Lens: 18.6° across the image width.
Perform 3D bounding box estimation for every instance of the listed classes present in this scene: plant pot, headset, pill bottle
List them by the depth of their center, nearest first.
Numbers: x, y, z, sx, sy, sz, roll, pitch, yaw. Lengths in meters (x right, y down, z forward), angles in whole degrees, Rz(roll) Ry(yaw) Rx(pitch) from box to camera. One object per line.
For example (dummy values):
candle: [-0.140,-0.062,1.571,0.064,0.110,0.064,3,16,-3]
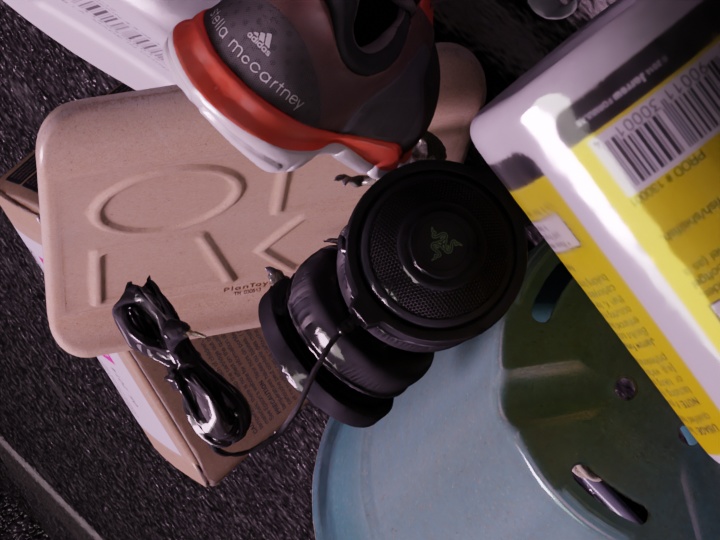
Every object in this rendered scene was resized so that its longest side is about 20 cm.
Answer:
pill bottle: [0.139,-0.004,0.752,0.200,0.114,0.114,53,163,-4]
headset: [0.000,0.000,0.808,0.094,0.200,0.123,49,138,3]
plant pot: [0.098,0.076,0.915,0.200,0.200,0.196,49,155,7]

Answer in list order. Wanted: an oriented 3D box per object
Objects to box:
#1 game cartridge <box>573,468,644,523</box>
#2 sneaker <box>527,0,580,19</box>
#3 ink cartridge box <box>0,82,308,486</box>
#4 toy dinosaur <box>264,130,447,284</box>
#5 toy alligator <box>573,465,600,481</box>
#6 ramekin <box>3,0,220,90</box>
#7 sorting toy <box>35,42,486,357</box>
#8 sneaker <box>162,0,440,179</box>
game cartridge: [0.101,0.112,1.162,0.200,0.041,0.133,46,-179,7]
sneaker: [0.024,-0.171,0.765,0.200,0.075,0.115,47,161,3]
ink cartridge box: [-0.083,-0.011,1.214,0.075,0.165,0.200,25,148,54]
toy dinosaur: [0.006,-0.007,0.936,0.048,0.088,0.200,63,180,21]
toy alligator: [0.060,0.019,1.089,0.200,0.059,0.054,55,176,-11]
ramekin: [-0.082,-0.140,0.954,0.200,0.098,0.200,30,171,5]
sorting toy: [-0.048,-0.032,0.953,0.200,0.184,0.037,101,156,-63]
sneaker: [0.005,-0.084,0.768,0.077,0.082,0.200,46,-162,3]
